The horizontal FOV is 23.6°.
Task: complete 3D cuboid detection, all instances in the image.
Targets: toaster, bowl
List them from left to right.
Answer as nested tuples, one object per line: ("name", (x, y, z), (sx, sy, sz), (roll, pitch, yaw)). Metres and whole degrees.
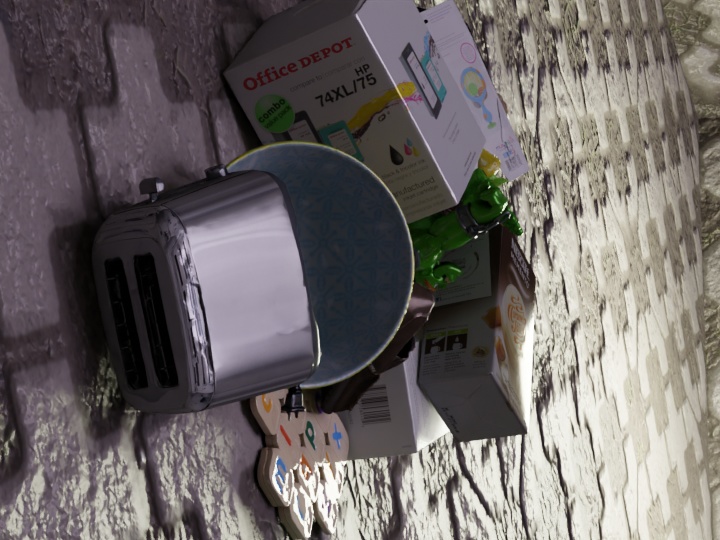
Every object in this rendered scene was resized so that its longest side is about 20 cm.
("toaster", (-0.114, 0.026, 1.270), (0.129, 0.114, 0.200), (-16, 98, -45))
("bowl", (-0.067, -0.005, 1.425), (0.108, 0.200, 0.201), (180, -102, -67))

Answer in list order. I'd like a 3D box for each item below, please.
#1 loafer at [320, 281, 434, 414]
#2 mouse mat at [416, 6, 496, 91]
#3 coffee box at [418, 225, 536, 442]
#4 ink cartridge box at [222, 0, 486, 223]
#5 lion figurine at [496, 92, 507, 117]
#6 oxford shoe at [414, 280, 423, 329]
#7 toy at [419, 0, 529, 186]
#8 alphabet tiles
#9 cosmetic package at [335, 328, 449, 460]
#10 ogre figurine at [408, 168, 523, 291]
("loafer", (0.013, 0.073, 1.541), (0.200, 0.071, 0.073), (121, -25, -55))
("mouse mat", (0.090, -0.223, 1.949), (0.008, 0.161, 0.200), (-50, 136, -21))
("coffee box", (0.121, 0.058, 1.746), (0.114, 0.080, 0.200), (57, 31, -46))
("ink cartridge box", (-0.002, -0.151, 1.593), (0.200, 0.146, 0.146), (60, 27, -19))
("lion figurine", (0.114, -0.158, 1.941), (0.073, 0.122, 0.200), (-50, 160, -16))
("oxford shoe", (0.078, -0.025, 1.835), (0.084, 0.073, 0.200), (2, 108, -65))
("toy", (0.092, -0.171, 1.803), (0.115, 0.047, 0.200), (-30, 94, -41))
("alphabet tiles", (-0.056, 0.139, 1.566), (0.200, 0.015, 0.196), (-80, 153, -43))
("cosmetic package", (0.044, 0.121, 1.748), (0.200, 0.085, 0.108), (-11, 93, -71))
("ogre figurine", (0.082, -0.045, 1.663), (0.098, 0.120, 0.200), (57, 4, -25))
